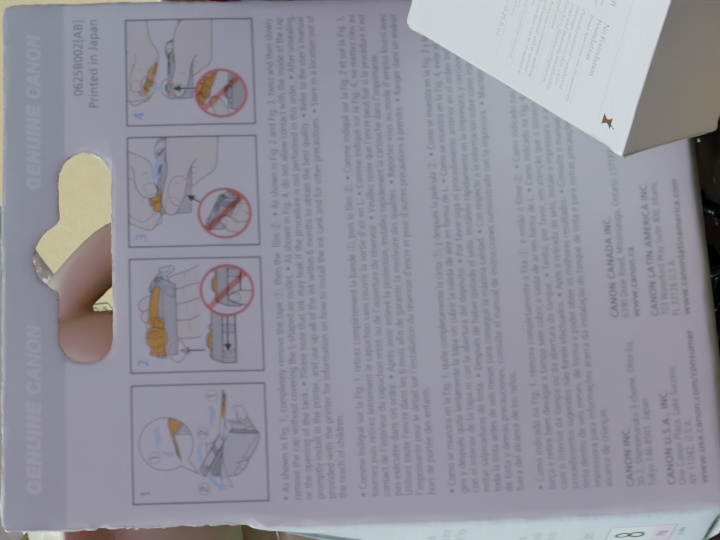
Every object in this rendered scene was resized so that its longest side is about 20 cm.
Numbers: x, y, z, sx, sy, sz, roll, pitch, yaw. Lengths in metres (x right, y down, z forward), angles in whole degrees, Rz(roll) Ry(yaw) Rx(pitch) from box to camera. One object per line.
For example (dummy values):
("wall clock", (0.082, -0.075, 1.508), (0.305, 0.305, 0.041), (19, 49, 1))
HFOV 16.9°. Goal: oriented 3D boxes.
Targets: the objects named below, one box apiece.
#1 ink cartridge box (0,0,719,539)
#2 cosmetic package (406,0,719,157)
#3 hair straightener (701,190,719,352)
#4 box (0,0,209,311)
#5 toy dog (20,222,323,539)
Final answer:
("ink cartridge box", (0.000, 0.000, 0.699), (0.057, 0.199, 0.163), (84, -177, -69))
("cosmetic package", (0.080, -0.138, 0.625), (0.082, 0.051, 0.201), (36, 124, 33))
("hair straightener", (0.116, 0.001, 0.754), (0.077, 0.041, 0.200), (52, 136, 18))
("box", (-0.071, -0.028, 0.843), (0.163, 0.021, 0.200), (-6, 125, 49))
("toy dog", (-0.014, 0.087, 0.760), (0.140, 0.199, 0.195), (127, 144, -55))
